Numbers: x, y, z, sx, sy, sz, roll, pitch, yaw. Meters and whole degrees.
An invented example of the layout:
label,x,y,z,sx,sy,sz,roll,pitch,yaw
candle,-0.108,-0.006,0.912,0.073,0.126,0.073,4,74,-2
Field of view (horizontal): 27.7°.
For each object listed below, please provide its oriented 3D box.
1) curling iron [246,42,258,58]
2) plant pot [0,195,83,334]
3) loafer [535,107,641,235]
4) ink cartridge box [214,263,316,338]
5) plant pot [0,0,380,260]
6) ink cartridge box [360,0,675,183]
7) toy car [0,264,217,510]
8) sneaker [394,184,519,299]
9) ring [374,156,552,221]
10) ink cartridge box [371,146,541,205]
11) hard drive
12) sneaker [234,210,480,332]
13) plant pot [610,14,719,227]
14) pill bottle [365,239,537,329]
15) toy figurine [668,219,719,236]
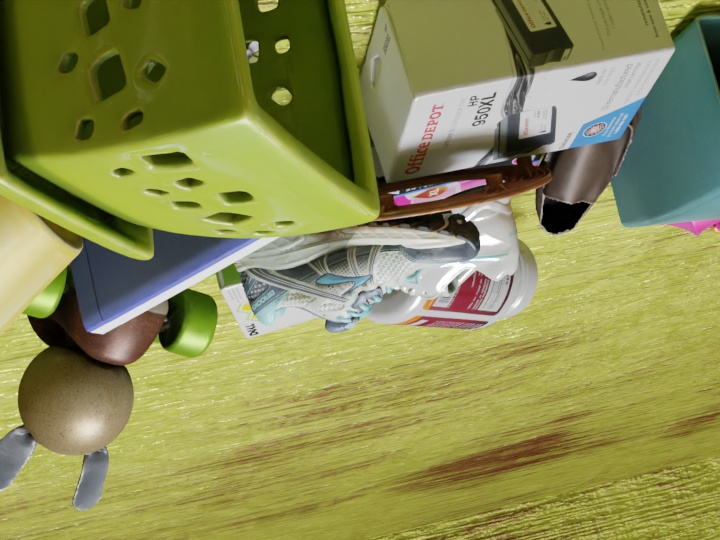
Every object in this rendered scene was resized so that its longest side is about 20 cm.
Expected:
label,x,y,z,sx,sy,sz,roll,pitch,yaw
curling iron,-0.153,-0.117,1.043,0.199,0.026,0.050,-23,162,18
plant pot,-0.301,-0.014,0.985,0.188,0.201,0.201,-34,158,3
loafer,0.194,-0.090,1.260,0.073,0.071,0.200,10,154,3
ink cartridge box,-0.123,0.009,1.329,0.199,0.076,0.148,-17,160,-1
plant pot,-0.116,-0.120,0.827,0.181,0.201,0.199,-14,162,18
ink cartridge box,0.110,-0.146,1.085,0.199,0.085,0.145,-12,160,-12
toy car,-0.235,0.091,1.193,0.164,0.201,0.158,17,178,-29
sneaker,0.036,-0.011,1.183,0.199,0.081,0.070,-12,-170,29
ring,0.050,-0.066,1.139,0.199,0.019,0.200,-10,-171,2
ink cartridge box,0.061,-0.088,1.280,0.199,0.037,0.095,-12,160,-6
hard drive,-0.137,-0.053,1.068,0.199,0.133,0.025,-27,157,28
sneaker,0.000,0.000,1.122,0.199,0.087,0.078,-5,-168,23
plant pot,0.303,-0.114,1.258,0.141,0.142,0.200,-6,166,-26
pill bottle,0.082,0.000,1.406,0.113,0.113,0.200,-30,158,33
toy figurine,0.358,-0.080,1.452,0.183,0.151,0.200,8,176,-23
